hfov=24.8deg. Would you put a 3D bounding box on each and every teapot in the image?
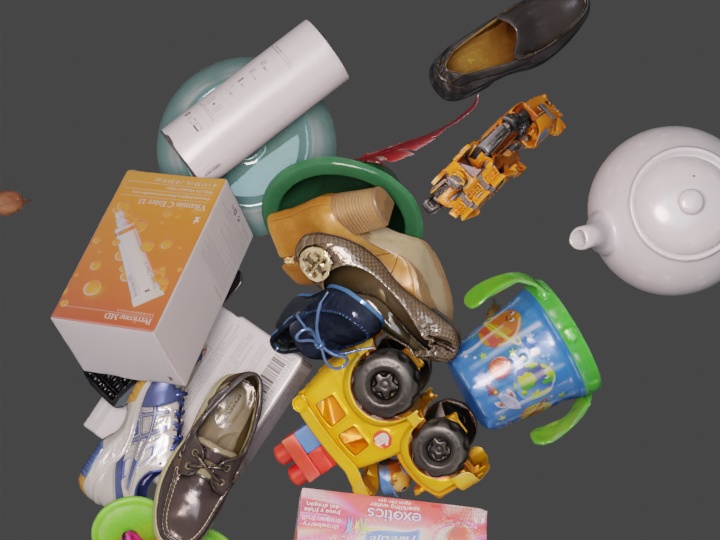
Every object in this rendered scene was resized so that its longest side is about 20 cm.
[{"bbox_3d":[0.343,-0.068,1.740,0.197,0.146,0.201,27,85,1],"label":"teapot"}]

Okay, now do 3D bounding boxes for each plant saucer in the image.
[{"bbox_3d":[-0.126,-0.138,1.793,0.199,0.036,0.201,0,86,-1],"label":"plant saucer"}]

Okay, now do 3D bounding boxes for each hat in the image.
[{"bbox_3d":[0.006,-0.105,1.792,0.199,0.166,0.177,15,44,-2],"label":"hat"}]

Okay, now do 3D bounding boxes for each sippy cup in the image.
[{"bbox_3d":[0.166,0.099,1.727,0.130,0.140,0.178,-30,81,-4],"label":"sippy cup"}]

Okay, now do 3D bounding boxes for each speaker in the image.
[{"bbox_3d":[-0.111,-0.178,1.738,0.200,0.081,0.081,-38,87,-3],"label":"speaker"}]

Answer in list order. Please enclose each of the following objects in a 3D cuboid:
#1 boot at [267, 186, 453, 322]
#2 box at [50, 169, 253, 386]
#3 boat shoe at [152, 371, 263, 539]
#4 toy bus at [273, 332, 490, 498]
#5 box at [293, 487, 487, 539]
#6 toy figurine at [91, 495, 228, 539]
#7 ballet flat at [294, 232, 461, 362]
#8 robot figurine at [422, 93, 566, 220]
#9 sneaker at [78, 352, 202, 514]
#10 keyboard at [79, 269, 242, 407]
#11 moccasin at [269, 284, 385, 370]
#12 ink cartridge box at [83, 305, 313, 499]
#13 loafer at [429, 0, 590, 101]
[{"bbox_3d":[0.000,0.000,1.728,0.143,0.071,0.202,-15,122,31],"label":"boot"},{"bbox_3d":[-0.212,0.005,1.691,0.124,0.098,0.201,6,55,23],"label":"box"},{"bbox_3d":[-0.155,0.188,1.664,0.073,0.065,0.201,23,65,-8],"label":"boat shoe"},{"bbox_3d":[0.014,0.178,1.733,0.192,0.136,0.200,-38,90,10],"label":"toy bus"},{"bbox_3d":[0.028,0.302,1.703,0.199,0.103,0.095,7,49,-3],"label":"box"},{"bbox_3d":[-0.190,0.349,1.645,0.150,0.184,0.200,-31,118,2],"label":"toy figurine"},{"bbox_3d":[0.016,0.032,1.667,0.200,0.046,0.067,37,130,-4],"label":"ballet flat"},{"bbox_3d":[0.141,-0.116,1.704,0.058,0.200,0.145,45,124,3],"label":"robot figurine"},{"bbox_3d":[-0.209,0.169,1.718,0.088,0.075,0.201,33,96,14],"label":"sneaker"},{"bbox_3d":[-0.228,0.044,1.763,0.104,0.040,0.200,41,84,21],"label":"keyboard"},{"bbox_3d":[-0.035,0.065,1.655,0.080,0.200,0.068,43,72,-9],"label":"moccasin"},{"bbox_3d":[-0.176,0.137,1.770,0.173,0.044,0.200,33,86,22],"label":"ink cartridge box"},{"bbox_3d":[0.169,-0.252,1.787,0.200,0.072,0.073,-35,86,-4],"label":"loafer"}]
